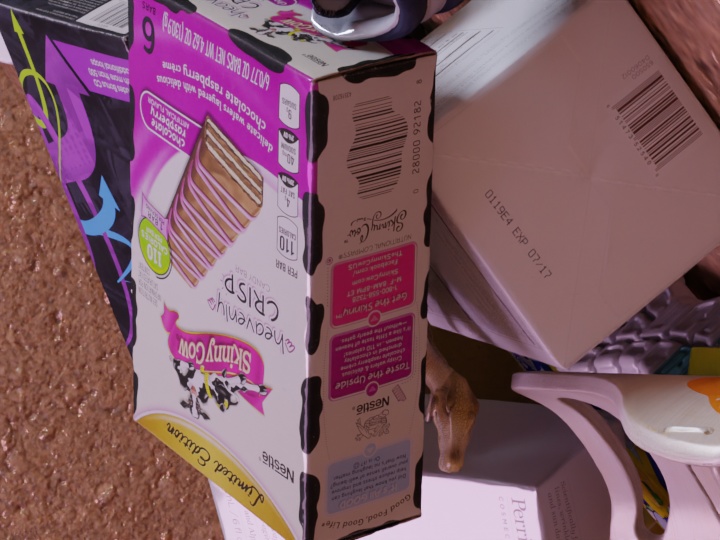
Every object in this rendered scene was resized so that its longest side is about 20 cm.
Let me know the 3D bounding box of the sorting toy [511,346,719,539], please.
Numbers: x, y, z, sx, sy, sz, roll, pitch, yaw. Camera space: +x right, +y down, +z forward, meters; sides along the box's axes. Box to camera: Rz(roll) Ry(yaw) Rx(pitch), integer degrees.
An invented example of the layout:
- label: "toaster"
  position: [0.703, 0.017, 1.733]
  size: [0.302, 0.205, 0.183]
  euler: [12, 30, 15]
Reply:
- label: "sorting toy"
  position: [0.148, 0.094, 1.166]
  size: [0.180, 0.107, 0.200]
  euler: [9, 140, 46]

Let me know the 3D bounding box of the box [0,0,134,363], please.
- label: "box"
  position: [-0.089, -0.029, 1.271]
  size: [0.143, 0.036, 0.201]
  euler: [19, 136, 57]

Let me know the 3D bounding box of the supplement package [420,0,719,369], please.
- label: "supplement package"
  position: [0.065, -0.043, 1.204]
  size: [0.114, 0.109, 0.200]
  euler: [54, 172, -12]

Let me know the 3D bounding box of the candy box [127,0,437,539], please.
- label: "candy box"
  position: [-0.034, -0.009, 1.129]
  size: [0.136, 0.061, 0.201]
  euler: [32, 129, 48]

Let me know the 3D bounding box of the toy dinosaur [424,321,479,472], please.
- label: "toy dinosaur"
  position: [0.000, 0.000, 1.238]
  size: [0.200, 0.058, 0.101]
  euler: [56, 159, 12]

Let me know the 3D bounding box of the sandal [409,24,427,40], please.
- label: "sandal"
  position: [0.061, -0.044, 1.392]
  size: [0.075, 0.045, 0.200]
  euler: [94, 157, -47]

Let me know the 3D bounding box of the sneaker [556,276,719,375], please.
- label: "sneaker"
  position: [0.151, 0.053, 1.289]
  size: [0.091, 0.078, 0.200]
  euler: [51, 174, -20]

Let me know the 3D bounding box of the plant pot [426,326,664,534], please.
- label: "plant pot"
  position: [0.094, 0.124, 1.520]
  size: [0.200, 0.195, 0.194]
  euler: [37, 164, 39]

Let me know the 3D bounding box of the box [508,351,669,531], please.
- label: "box"
  position: [0.141, 0.064, 1.403]
  size: [0.200, 0.064, 0.070]
  euler: [48, 171, 20]

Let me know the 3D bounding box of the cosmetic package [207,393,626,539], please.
- label: "cosmetic package"
  position: [0.032, 0.123, 1.355]
  size: [0.199, 0.081, 0.113]
  euler: [3, 115, 40]

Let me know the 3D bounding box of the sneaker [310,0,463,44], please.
- label: "sneaker"
  position: [0.000, -0.152, 1.081]
  size: [0.200, 0.108, 0.070]
  euler: [40, 157, 51]

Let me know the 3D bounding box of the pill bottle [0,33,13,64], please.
- label: "pill bottle"
  position: [-0.131, -0.175, 1.396]
  size: [0.117, 0.116, 0.200]
  euler: [53, -152, -7]
